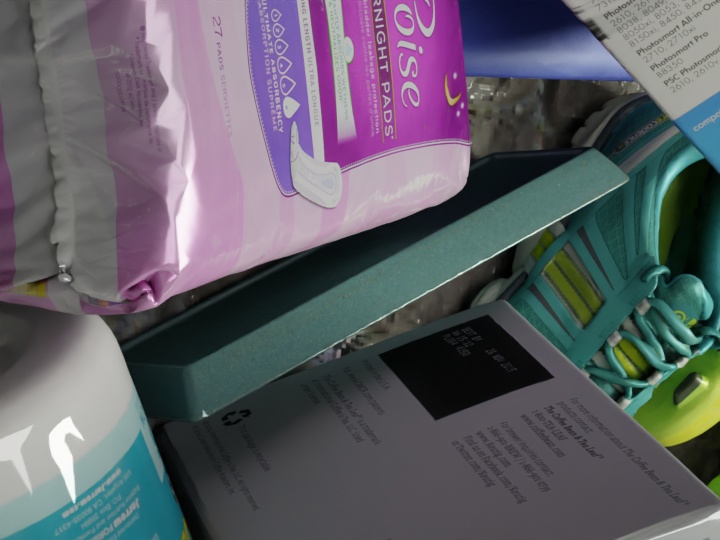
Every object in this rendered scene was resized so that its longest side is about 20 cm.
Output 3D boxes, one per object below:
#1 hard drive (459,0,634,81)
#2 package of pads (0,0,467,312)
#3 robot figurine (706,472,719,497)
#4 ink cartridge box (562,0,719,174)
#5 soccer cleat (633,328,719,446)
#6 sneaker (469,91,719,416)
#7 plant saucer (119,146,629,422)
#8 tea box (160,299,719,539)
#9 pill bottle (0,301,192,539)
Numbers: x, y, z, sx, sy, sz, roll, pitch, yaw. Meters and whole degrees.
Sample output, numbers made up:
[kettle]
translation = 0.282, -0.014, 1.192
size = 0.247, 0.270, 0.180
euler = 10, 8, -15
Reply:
[hard drive]
translation = 0.083, -0.137, 0.894
size = 0.200, 0.025, 0.132
euler = -2, 97, -39
[package of pads]
translation = -0.040, -0.063, 0.719
size = 0.200, 0.076, 0.121
euler = -20, 108, -60
[robot figurine]
translation = 0.224, 0.096, 0.981
size = 0.200, 0.116, 0.176
euler = -18, 114, -39
[ink cartridge box]
translation = 0.083, -0.136, 0.796
size = 0.068, 0.116, 0.200
euler = -35, 127, 18
[soccer cleat]
translation = 0.170, -0.007, 0.960
size = 0.084, 0.065, 0.200
euler = 47, 67, -41
[sneaker]
translation = 0.089, 0.020, 0.885
size = 0.077, 0.080, 0.200
euler = 34, 75, -37
[plant saucer]
translation = 0.000, 0.000, 0.814
size = 0.200, 0.070, 0.019
euler = -27, 107, -34
[tea box]
translation = 0.042, 0.143, 0.760
size = 0.133, 0.200, 0.197
euler = -21, 110, -8
[pill bottle]
translation = -0.096, 0.117, 0.723
size = 0.111, 0.111, 0.200
euler = -32, 116, -32
